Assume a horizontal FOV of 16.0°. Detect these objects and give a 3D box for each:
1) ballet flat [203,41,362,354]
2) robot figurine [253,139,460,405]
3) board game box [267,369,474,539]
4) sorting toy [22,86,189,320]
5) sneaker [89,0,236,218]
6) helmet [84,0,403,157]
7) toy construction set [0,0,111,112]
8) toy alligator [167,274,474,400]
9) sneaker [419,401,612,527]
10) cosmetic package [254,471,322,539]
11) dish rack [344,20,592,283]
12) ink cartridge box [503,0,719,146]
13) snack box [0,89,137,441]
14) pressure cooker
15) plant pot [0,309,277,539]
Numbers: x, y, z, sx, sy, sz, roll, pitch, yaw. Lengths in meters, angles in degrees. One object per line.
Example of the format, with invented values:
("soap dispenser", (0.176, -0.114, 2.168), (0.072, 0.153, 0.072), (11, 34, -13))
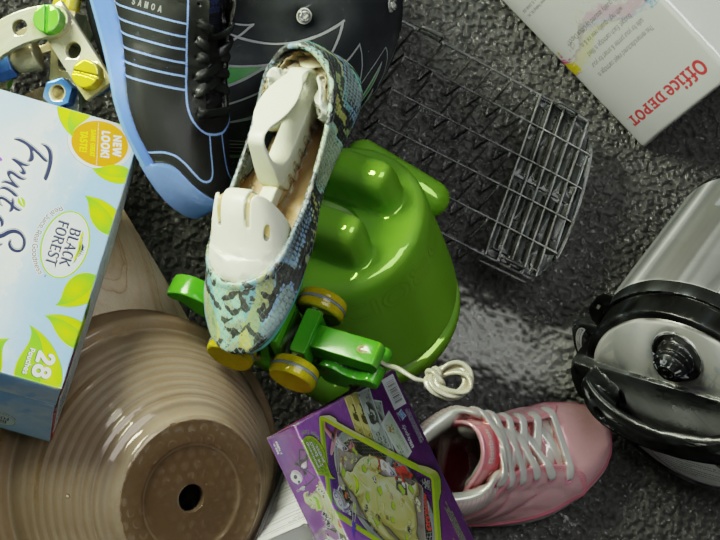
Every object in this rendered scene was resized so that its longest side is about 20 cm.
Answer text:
("ballet flat", (-0.057, -0.050, 1.544), (0.074, 0.074, 0.201), (21, 68, -12))
("robot figurine", (0.000, 0.000, 1.658), (0.115, 0.200, 0.176), (15, 65, 24))
("board game box", (0.025, 0.170, 1.571), (0.120, 0.032, 0.201), (-25, 90, -59))
("sorting toy", (-0.238, 0.017, 1.624), (0.198, 0.070, 0.201), (-28, 84, -26))
("sneaker", (-0.109, -0.135, 1.560), (0.070, 0.078, 0.201), (-22, 93, -58))
("helmet", (-0.074, -0.168, 1.677), (0.200, 0.200, 0.191), (-31, 81, -26))
("toy construction set", (-0.223, -0.192, 1.611), (0.130, 0.092, 0.201), (-10, 71, 13))
("toy alligator", (-0.024, 0.050, 1.569), (0.199, 0.054, 0.059), (19, 67, 12))
("sneaker", (0.094, 0.125, 1.690), (0.199, 0.105, 0.076), (-12, 75, -24))
("cosmetic package", (0.019, 0.208, 1.611), (0.200, 0.051, 0.083), (51, 35, -21))
("dish rack", (0.060, -0.082, 1.779), (0.199, 0.055, 0.154), (26, 66, -12))
("ink cartridge box", (0.206, -0.224, 1.828), (0.200, 0.147, 0.146), (46, 63, -1))
("snack box", (-0.235, -0.015, 1.532), (0.168, 0.068, 0.201), (17, 54, -3))
("pressure cooker", (0.247, 0.050, 1.726), (0.179, 0.176, 0.200), (45, 55, -6))
("plant pot", (-0.124, 0.130, 1.569), (0.200, 0.093, 0.202), (-7, 102, -33))
